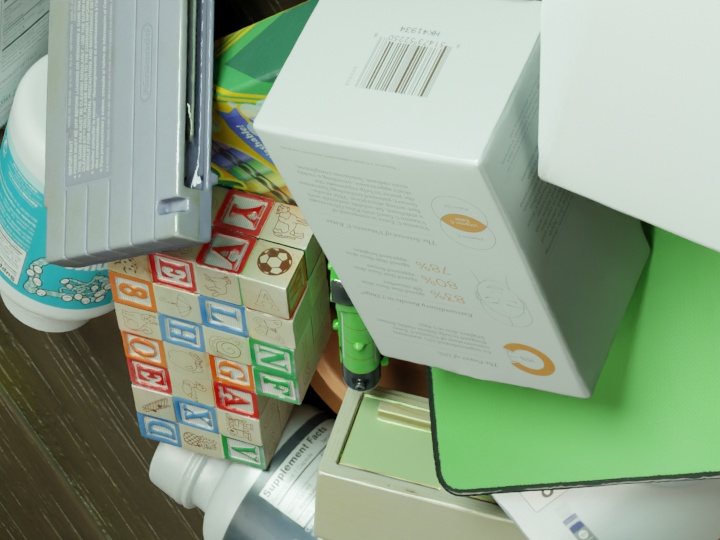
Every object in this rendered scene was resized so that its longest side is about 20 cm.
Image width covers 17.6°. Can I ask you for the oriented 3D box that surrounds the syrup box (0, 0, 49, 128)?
[{"bbox_3d":[-0.228,-0.179,1.367,0.079,0.081,0.200,31,143,15],"label":"syrup box"}]

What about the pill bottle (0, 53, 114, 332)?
[{"bbox_3d":[-0.178,-0.042,1.456,0.111,0.111,0.200,38,144,9],"label":"pill bottle"}]

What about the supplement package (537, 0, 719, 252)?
[{"bbox_3d":[0.198,-0.115,0.998,0.199,0.147,0.192,24,139,25],"label":"supplement package"}]

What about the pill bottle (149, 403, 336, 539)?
[{"bbox_3d":[-0.033,0.158,1.504,0.200,0.120,0.120,34,142,14],"label":"pill bottle"}]

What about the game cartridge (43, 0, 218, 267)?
[{"bbox_3d":[-0.127,-0.107,1.287,0.129,0.038,0.201,-11,76,51],"label":"game cartridge"}]

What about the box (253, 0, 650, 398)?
[{"bbox_3d":[0.051,-0.039,1.140,0.124,0.098,0.200,11,150,29],"label":"box"}]

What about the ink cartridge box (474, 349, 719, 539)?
[{"bbox_3d":[0.185,0.133,1.263,0.160,0.047,0.200,-39,92,19],"label":"ink cartridge box"}]

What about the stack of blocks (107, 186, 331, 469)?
[{"bbox_3d":[-0.080,0.036,1.391,0.115,0.059,0.200,15,144,13],"label":"stack of blocks"}]

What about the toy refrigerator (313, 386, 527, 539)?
[{"bbox_3d":[0.078,0.132,1.360,0.199,0.076,0.070,14,137,9],"label":"toy refrigerator"}]

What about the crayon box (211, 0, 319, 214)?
[{"bbox_3d":[-0.040,-0.078,1.308,0.126,0.052,0.200,37,150,-28],"label":"crayon box"}]

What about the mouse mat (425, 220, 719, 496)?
[{"bbox_3d":[0.120,0.034,1.228,0.199,0.008,0.162,-7,86,30],"label":"mouse mat"}]

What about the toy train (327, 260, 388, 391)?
[{"bbox_3d":[0.000,0.000,1.283,0.041,0.057,0.200,2,145,4],"label":"toy train"}]

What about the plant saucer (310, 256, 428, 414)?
[{"bbox_3d":[0.023,0.044,1.410,0.200,0.037,0.201,25,139,24],"label":"plant saucer"}]
